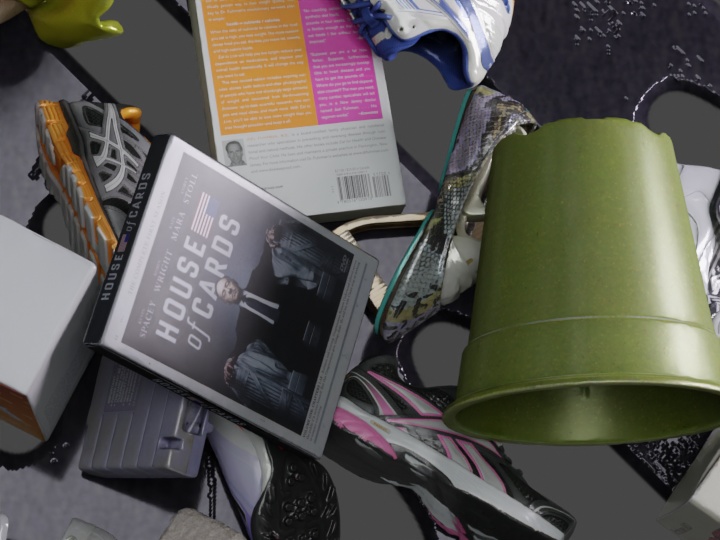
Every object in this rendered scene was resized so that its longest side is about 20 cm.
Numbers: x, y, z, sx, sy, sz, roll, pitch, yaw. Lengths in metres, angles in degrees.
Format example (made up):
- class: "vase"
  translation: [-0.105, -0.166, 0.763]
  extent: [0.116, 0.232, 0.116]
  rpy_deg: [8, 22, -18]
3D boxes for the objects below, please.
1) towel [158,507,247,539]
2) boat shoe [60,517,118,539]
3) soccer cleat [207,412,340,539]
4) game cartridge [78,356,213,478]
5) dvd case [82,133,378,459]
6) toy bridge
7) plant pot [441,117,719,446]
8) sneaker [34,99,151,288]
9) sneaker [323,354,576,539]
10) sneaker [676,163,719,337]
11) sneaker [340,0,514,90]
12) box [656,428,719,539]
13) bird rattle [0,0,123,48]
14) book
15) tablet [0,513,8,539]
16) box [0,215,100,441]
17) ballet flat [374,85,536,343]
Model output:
- class: "towel"
  translation: [-0.121, 0.265, 1.537]
  extent: [0.132, 0.034, 0.200]
  rpy_deg: [23, 78, 34]
- class: "boat shoe"
  translation: [-0.236, 0.250, 1.547]
  extent: [0.086, 0.075, 0.202]
  rpy_deg: [34, 74, 4]
- class: "soccer cleat"
  translation: [-0.069, 0.132, 1.599]
  extent: [0.068, 0.073, 0.200]
  rpy_deg: [-20, 97, -29]
- class: "game cartridge"
  translation: [-0.131, 0.044, 1.579]
  extent: [0.038, 0.130, 0.200]
  rpy_deg: [20, 75, -29]
- class: "dvd case"
  translation: [-0.081, 0.020, 1.522]
  extent: [0.200, 0.025, 0.150]
  rpy_deg: [31, 67, -38]
- class: "toy bridge"
  translation: [0.000, 0.000, 1.645]
  extent: [0.200, 0.027, 0.067]
  rpy_deg: [-33, 81, -12]
- class: "plant pot"
  translation: [0.151, 0.006, 1.531]
  extent: [0.200, 0.200, 0.190]
  rpy_deg: [0, 74, -4]
- class: "sneaker"
  translation: [-0.169, -0.056, 1.591]
  extent: [0.077, 0.078, 0.200]
  rpy_deg: [-9, 46, -17]
- class: "sneaker"
  translation: [0.069, 0.124, 1.600]
  extent: [0.200, 0.080, 0.086]
  rpy_deg: [33, 63, -3]
- class: "sneaker"
  translation: [0.208, 0.008, 1.637]
  extent: [0.115, 0.075, 0.200]
  rpy_deg: [16, 72, 1]
- class: "sneaker"
  translation: [0.019, -0.200, 1.640]
  extent: [0.200, 0.075, 0.088]
  rpy_deg: [25, 66, -18]
- class: "box"
  translation: [0.321, 0.179, 1.576]
  extent: [0.200, 0.128, 0.109]
  rpy_deg: [35, 78, 5]
- class: "bird rattle"
  translation: [-0.273, -0.206, 1.614]
  extent: [0.200, 0.163, 0.113]
  rpy_deg: [-16, 60, -17]
- class: "book"
  translation: [-0.048, -0.133, 1.665]
  extent: [0.133, 0.048, 0.200]
  rpy_deg: [-7, 78, -10]
- class: "tablet"
  translation: [-0.289, 0.260, 1.531]
  extent: [0.014, 0.130, 0.200]
  rpy_deg: [21, 70, -45]
- class: "box"
  translation: [-0.247, 0.032, 1.532]
  extent: [0.124, 0.200, 0.098]
  rpy_deg: [26, 76, 3]
- class: "ballet flat"
  translation: [0.074, -0.034, 1.607]
  extent: [0.072, 0.072, 0.200]
  rpy_deg: [22, 74, 1]
